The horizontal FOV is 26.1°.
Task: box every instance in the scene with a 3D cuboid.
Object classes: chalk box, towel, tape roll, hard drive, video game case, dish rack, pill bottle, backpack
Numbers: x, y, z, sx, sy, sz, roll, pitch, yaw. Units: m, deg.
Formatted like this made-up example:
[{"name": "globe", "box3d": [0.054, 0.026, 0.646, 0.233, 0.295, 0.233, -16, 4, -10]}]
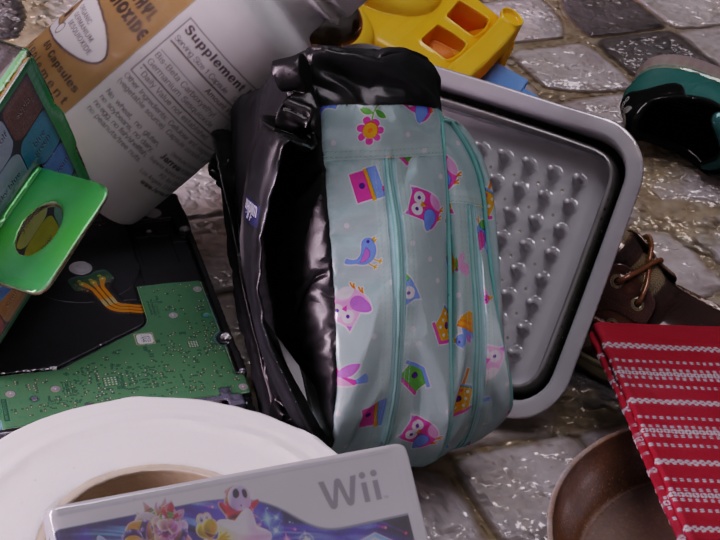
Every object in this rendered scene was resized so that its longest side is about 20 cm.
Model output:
[{"name": "chalk box", "box3d": [-0.216, -0.041, 0.751, 0.200, 0.124, 0.124, 22, 65, 17]}, {"name": "towel", "box3d": [0.203, 0.093, 0.763, 0.145, 0.022, 0.200, 2, 37, -12]}, {"name": "tape roll", "box3d": [-0.085, 0.143, 0.655, 0.202, 0.071, 0.202, 5, 35, -4]}, {"name": "hard drive", "box3d": [-0.146, 0.030, 0.835, 0.140, 0.038, 0.200, -6, 36, -18]}, {"name": "video game case", "box3d": [-0.026, 0.172, 0.560, 0.143, 0.018, 0.200, -8, 75, -24]}, {"name": "dish rack", "box3d": [0.045, -0.022, 0.865, 0.200, 0.172, 0.044, 20, -3, 19]}, {"name": "pill bottle", "box3d": [-0.090, -0.129, 0.857, 0.200, 0.114, 0.114, -39, 41, 7]}, {"name": "backpack", "box3d": [0.000, 0.000, 0.770, 0.127, 0.200, 0.167, -6, -5, -13]}]

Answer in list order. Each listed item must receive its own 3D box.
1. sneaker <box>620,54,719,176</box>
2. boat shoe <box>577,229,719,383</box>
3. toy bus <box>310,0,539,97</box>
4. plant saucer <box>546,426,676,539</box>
[{"name": "sneaker", "box3d": [0.276, -0.092, 1.064, 0.200, 0.071, 0.080, 12, 39, 17]}, {"name": "boat shoe", "box3d": [0.141, 0.012, 0.881, 0.200, 0.072, 0.072, 21, 37, 19]}, {"name": "toy bus", "box3d": [0.026, -0.108, 1.004, 0.192, 0.136, 0.200, 33, 42, 8]}, {"name": "plant saucer", "box3d": [0.184, 0.145, 0.730, 0.200, 0.034, 0.200, 6, 35, -4]}]
